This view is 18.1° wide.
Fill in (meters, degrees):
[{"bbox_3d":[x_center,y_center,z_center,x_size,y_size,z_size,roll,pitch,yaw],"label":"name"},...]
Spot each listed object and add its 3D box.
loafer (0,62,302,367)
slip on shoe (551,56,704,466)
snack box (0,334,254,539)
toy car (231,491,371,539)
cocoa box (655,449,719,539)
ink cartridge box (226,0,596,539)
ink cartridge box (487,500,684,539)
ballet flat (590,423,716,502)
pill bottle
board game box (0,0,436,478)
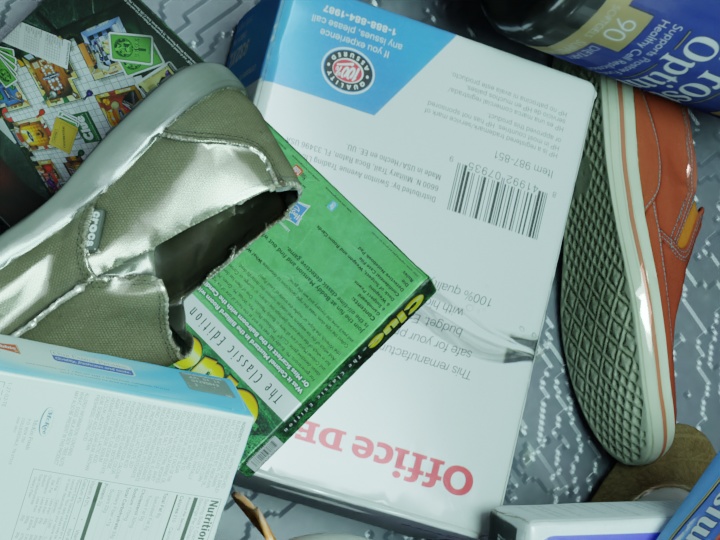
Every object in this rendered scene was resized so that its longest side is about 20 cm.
[{"bbox_3d":[-0.098,0.012,0.829,0.070,0.075,0.200,39,83,18],"label":"loafer"},{"bbox_3d":[0.126,-0.013,1.010,0.061,0.074,0.201,2,78,-23],"label":"slip on shoe"},{"bbox_3d":[-0.124,0.125,0.813,0.116,0.037,0.201,13,107,-24],"label":"snack box"},{"bbox_3d":[0.001,0.172,0.832,0.184,0.177,0.200,-23,65,-1],"label":"toy car"},{"bbox_3d":[0.204,0.175,0.863,0.200,0.131,0.134,40,84,-24],"label":"cocoa box"},{"bbox_3d":[0.000,0.000,0.951,0.145,0.084,0.201,18,78,-17],"label":"ink cartridge box"},{"bbox_3d":[0.139,0.193,0.935,0.199,0.043,0.199,2,100,-22],"label":"ink cartridge box"},{"bbox_3d":[0.110,0.150,0.981,0.068,0.072,0.200,43,71,-8],"label":"ballet flat"},{"bbox_3d":[0.157,-0.122,0.959,0.199,0.112,0.112,17,78,-27],"label":"pill bottle"},{"bbox_3d":[-0.075,-0.024,0.886,0.105,0.023,0.200,-43,71,-6],"label":"board game box"}]
